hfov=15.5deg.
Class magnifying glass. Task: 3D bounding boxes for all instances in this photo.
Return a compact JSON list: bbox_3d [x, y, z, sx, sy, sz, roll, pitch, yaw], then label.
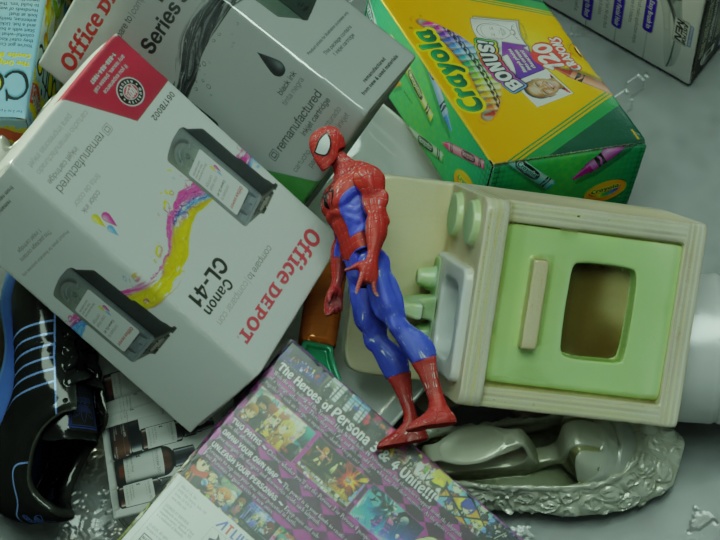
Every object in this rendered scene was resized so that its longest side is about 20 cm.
[{"bbox_3d":[-0.031,0.068,1.698,0.079,0.022,0.201,11,59,-6],"label":"magnifying glass"}]

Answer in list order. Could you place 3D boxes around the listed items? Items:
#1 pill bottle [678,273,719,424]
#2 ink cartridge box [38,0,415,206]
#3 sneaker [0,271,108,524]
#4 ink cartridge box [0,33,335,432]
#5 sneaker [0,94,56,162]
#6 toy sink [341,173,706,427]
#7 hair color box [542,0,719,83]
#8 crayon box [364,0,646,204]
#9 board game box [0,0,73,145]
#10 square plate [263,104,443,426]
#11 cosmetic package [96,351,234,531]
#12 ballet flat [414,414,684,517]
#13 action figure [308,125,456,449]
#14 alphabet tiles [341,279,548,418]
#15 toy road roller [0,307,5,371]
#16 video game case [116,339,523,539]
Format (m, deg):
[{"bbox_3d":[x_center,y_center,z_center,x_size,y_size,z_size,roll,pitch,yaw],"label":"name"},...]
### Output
[{"bbox_3d":[0.299,0.054,1.696,0.199,0.115,0.115,3,59,1],"label":"pill bottle"},{"bbox_3d":[-0.089,-0.135,1.706,0.200,0.146,0.084,38,42,1],"label":"ink cartridge box"},{"bbox_3d":[-0.189,0.062,1.674,0.078,0.070,0.201,13,91,39],"label":"sneaker"},{"bbox_3d":[-0.129,-0.025,1.646,0.200,0.086,0.148,40,45,-9],"label":"ink cartridge box"},{"bbox_3d":[-0.169,-0.084,1.766,0.074,0.088,0.200,6,29,31],"label":"sneaker"},{"bbox_3d":[0.101,0.018,1.653,0.199,0.112,0.131,8,95,-11],"label":"toy sink"},{"bbox_3d":[0.170,-0.228,1.866,0.199,0.110,0.065,33,63,17],"label":"hair color box"},{"bbox_3d":[0.092,-0.119,1.792,0.118,0.058,0.200,-9,45,-24],"label":"crayon box"},{"bbox_3d":[-0.260,-0.160,1.828,0.104,0.103,0.201,3,59,3],"label":"board game box"},{"bbox_3d":[0.000,0.000,1.765,0.198,0.028,0.200,39,73,24],"label":"square plate"},{"bbox_3d":[-0.128,0.066,1.710,0.082,0.051,0.201,-14,63,5],"label":"cosmetic package"},{"bbox_3d":[0.113,0.120,1.686,0.199,0.072,0.072,-6,59,-5],"label":"ballet flat"},{"bbox_3d":[0.005,0.006,1.618,0.051,0.065,0.201,-8,75,-25],"label":"action figure"},{"bbox_3d":[0.091,0.006,1.776,0.195,0.015,0.200,-35,65,-12],"label":"alphabet tiles"},{"bbox_3d":[-0.337,0.047,1.700,0.199,0.123,0.147,18,74,15],"label":"toy road roller"},{"bbox_3d":[-0.027,0.175,1.621,0.200,0.036,0.181,40,77,2],"label":"video game case"}]
